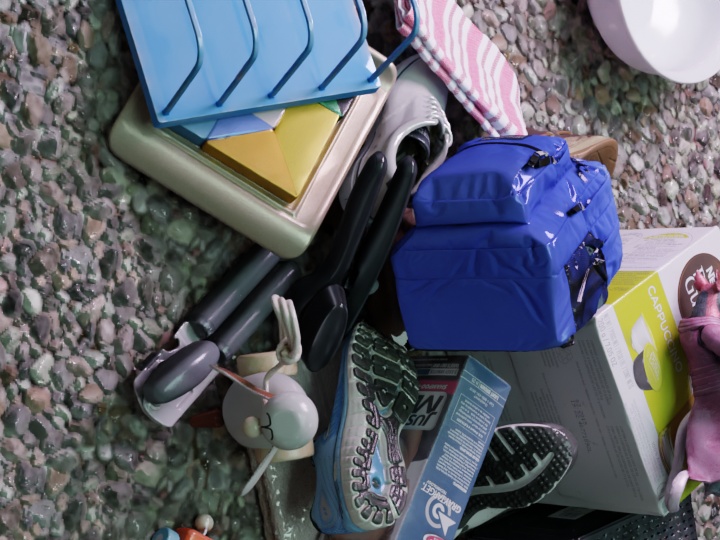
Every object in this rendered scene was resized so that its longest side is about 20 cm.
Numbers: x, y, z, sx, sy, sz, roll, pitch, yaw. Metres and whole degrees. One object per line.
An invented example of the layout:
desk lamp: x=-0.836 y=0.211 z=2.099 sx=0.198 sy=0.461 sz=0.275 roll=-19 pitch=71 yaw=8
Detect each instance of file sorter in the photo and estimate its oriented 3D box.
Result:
file sorter: x=-0.074 y=-0.213 z=1.417 sx=0.200 sy=0.123 sz=0.139 roll=-12 pitch=76 yaw=-26

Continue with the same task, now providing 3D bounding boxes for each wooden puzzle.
wooden puzzle: x=-0.083 y=-0.136 z=1.472 sx=0.185 sy=0.037 sz=0.200 roll=32 pitch=68 yaw=-10

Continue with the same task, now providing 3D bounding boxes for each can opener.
can opener: x=-0.002 y=-0.011 z=1.471 sx=0.063 sy=0.079 sz=0.200 roll=7 pitch=121 yaw=-35
can opener: x=-0.112 y=0.050 z=1.467 sx=0.200 sy=0.066 sz=0.053 roll=-51 pitch=120 yaw=-36

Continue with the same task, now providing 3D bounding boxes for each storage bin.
storage bin: x=0.211 y=0.267 z=1.685 sx=0.200 sy=0.135 sz=0.094 roll=-15 pitch=98 yaw=-41

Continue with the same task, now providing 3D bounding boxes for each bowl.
bowl: x=0.291 y=-0.284 z=1.812 sx=0.201 sy=0.090 sz=0.201 roll=2 pitch=87 yaw=-42

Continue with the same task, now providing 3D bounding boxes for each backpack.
backpack: x=0.137 y=-0.032 z=1.519 sx=0.200 sy=0.162 sz=0.168 roll=-37 pitch=127 yaw=-56

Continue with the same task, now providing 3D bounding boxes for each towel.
towel: x=0.095 y=-0.196 z=1.624 sx=0.200 sy=0.030 sz=0.146 roll=45 pitch=24 yaw=-30
towel: x=-0.038 y=0.158 z=1.542 sx=0.132 sy=0.034 sz=0.200 roll=-20 pitch=101 yaw=-41

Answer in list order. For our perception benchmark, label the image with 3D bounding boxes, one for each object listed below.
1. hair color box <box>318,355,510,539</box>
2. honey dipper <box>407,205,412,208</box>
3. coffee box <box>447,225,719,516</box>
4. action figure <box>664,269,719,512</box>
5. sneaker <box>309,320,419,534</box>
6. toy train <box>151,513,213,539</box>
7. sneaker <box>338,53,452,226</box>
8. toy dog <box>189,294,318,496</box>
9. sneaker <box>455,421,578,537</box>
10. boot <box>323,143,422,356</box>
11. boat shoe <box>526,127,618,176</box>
hair color box: x=0.043 y=0.172 z=1.523 sx=0.061 sy=0.100 sz=0.200 roll=37 pitch=65 yaw=-31
honey dipper: x=0.093 y=-0.045 z=1.629 sx=0.200 sy=0.038 sz=0.038 roll=26 pitch=71 yaw=-54
coffee box: x=0.230 y=0.088 z=1.669 sx=0.198 sy=0.200 sz=0.200 roll=-32 pitch=109 yaw=-37
action figure: x=0.309 y=0.098 z=1.563 sx=0.149 sy=0.134 sz=0.200 roll=-14 pitch=84 yaw=1
sneaker: x=-0.011 y=0.130 z=1.497 sx=0.078 sy=0.090 sz=0.200 roll=35 pitch=45 yaw=-29
toy train: x=-0.101 y=0.299 z=1.466 sx=0.200 sy=0.056 sz=0.150 roll=41 pitch=63 yaw=-32
sneaker: x=0.049 y=-0.115 z=1.541 sx=0.073 sy=0.071 sz=0.200 roll=50 pitch=44 yaw=-31
toy dog: x=-0.087 y=0.111 z=1.403 sx=0.096 sy=0.200 sz=0.132 roll=-12 pitch=70 yaw=-5
sneaker: x=0.115 y=0.180 z=1.582 sx=0.080 sy=0.200 sz=0.074 roll=-21 pitch=81 yaw=-53
boot: x=0.000 y=0.000 z=1.567 sx=0.186 sy=0.064 sz=0.200 roll=-22 pitch=105 yaw=-40
boat shoe: x=0.162 y=-0.099 z=1.709 sx=0.200 sy=0.072 sz=0.072 roll=-21 pitch=130 yaw=-43
